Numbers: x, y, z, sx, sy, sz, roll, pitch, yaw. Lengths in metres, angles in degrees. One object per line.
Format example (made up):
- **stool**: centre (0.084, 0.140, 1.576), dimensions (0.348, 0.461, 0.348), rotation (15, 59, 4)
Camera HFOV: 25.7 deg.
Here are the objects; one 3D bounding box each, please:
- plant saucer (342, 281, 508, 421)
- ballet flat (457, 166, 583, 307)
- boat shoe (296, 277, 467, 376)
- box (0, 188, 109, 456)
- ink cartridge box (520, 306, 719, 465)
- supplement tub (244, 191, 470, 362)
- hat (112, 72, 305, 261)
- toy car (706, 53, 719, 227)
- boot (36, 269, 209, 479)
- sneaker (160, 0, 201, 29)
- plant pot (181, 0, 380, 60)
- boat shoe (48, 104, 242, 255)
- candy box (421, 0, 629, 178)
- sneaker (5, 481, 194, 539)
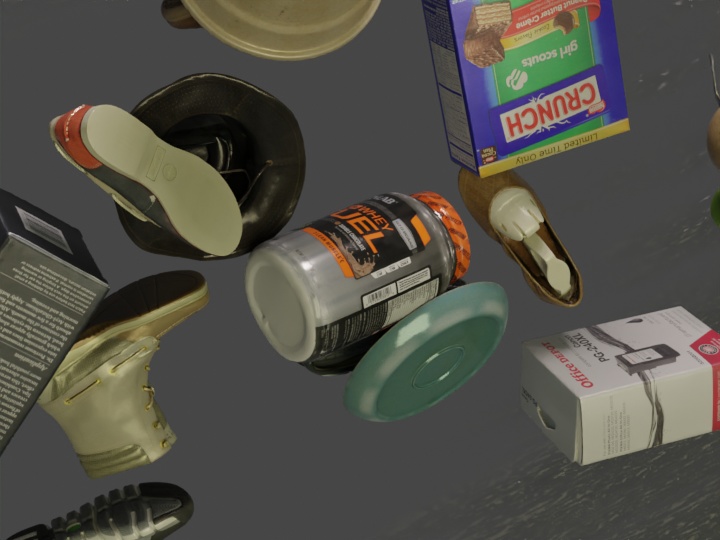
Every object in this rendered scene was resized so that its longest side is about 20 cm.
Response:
- **plant saucer**: centre (0.072, 0.089, 1.581), dimensions (0.200, 0.027, 0.200), rotation (-30, 154, -16)
- **ballet flat**: centre (0.172, -0.033, 1.607), dimensions (0.068, 0.072, 0.200), rotation (-37, 118, -3)
- **boat shoe**: centre (0.028, 0.060, 1.595), dimensions (0.200, 0.060, 0.076), rotation (-21, 117, -12)
- **box**: centre (-0.330, 0.047, 1.403), dimensions (0.107, 0.148, 0.200), rotation (31, 98, -28)
- **ink cartridge box**: centre (0.287, 0.119, 1.670), dimensions (0.200, 0.145, 0.083), rotation (-12, 115, -17)
- **supplement tub**: centre (0.000, 0.000, 1.509), dimensions (0.200, 0.122, 0.123), rotation (-24, 119, -32)
- **hat**: centre (-0.144, -0.108, 1.452), dimensions (0.200, 0.081, 0.201), rotation (-8, 128, -10)
- **toy car**: centre (0.421, -0.136, 1.624), dimensions (0.158, 0.164, 0.200), rotation (-32, 106, -7)
- **boot**: centre (-0.210, 0.101, 1.515), dimensions (0.200, 0.072, 0.155), rotation (-29, 118, -2)
- **sneaker**: centre (-0.079, -0.244, 1.429), dimensions (0.200, 0.070, 0.076), rotation (-22, 119, -11)
- **plant pot**: centre (-0.049, -0.300, 1.306), dimensions (0.200, 0.183, 0.201), rotation (4, 74, -15)
- **boat shoe**: centre (-0.184, -0.077, 1.373), dimensions (0.200, 0.063, 0.071), rotation (38, 60, -38)
- **candy box**: centre (0.159, -0.210, 1.530), dimensions (0.169, 0.077, 0.200), rotation (-19, 117, -13)
- **sneaker**: centre (-0.252, 0.291, 1.581), dimensions (0.200, 0.075, 0.116), rotation (-18, 121, -2)
